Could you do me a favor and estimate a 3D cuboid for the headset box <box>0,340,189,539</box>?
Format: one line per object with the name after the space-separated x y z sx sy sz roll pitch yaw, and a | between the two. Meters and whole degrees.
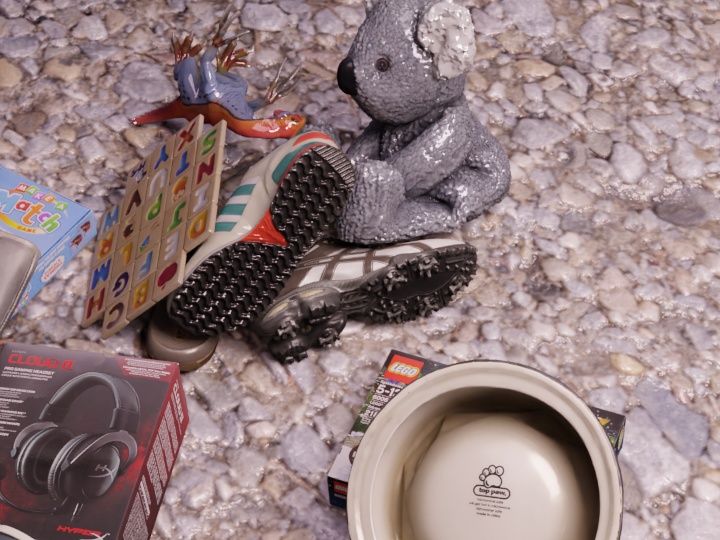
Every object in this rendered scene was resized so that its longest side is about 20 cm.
-0.224 0.144 1.356 0.147 0.078 0.201 7 49 10 | headset box

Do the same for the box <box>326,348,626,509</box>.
0.090 0.146 1.361 0.198 0.038 0.137 15 50 17 | box

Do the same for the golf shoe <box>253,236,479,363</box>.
0.000 0.000 1.478 0.198 0.078 0.095 -17 47 -14 | golf shoe

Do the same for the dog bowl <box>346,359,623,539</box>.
0.094 0.169 1.262 0.198 0.074 0.203 -3 78 15 | dog bowl

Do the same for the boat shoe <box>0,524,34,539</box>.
-0.211 0.265 1.224 0.062 0.075 0.200 -32 75 -35 | boat shoe

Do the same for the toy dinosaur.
-0.114 -0.145 1.576 0.104 0.201 0.182 16 35 -26 | toy dinosaur

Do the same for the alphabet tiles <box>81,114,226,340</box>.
-0.175 -0.040 1.499 0.166 0.006 0.201 -33 37 32 | alphabet tiles

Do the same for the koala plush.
0.043 -0.146 1.500 0.182 0.202 0.177 -8 19 -20 | koala plush

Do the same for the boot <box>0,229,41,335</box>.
-0.364 0.056 1.412 0.180 0.073 0.202 7 68 10 | boot

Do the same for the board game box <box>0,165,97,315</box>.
-0.349 -0.009 1.535 0.150 0.037 0.200 24 54 24 | board game box

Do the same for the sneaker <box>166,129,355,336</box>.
-0.084 -0.034 1.450 0.200 0.070 0.094 -49 23 11 | sneaker

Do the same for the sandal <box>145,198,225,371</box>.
-0.149 -0.004 1.505 0.081 0.055 0.201 2 47 5 | sandal
